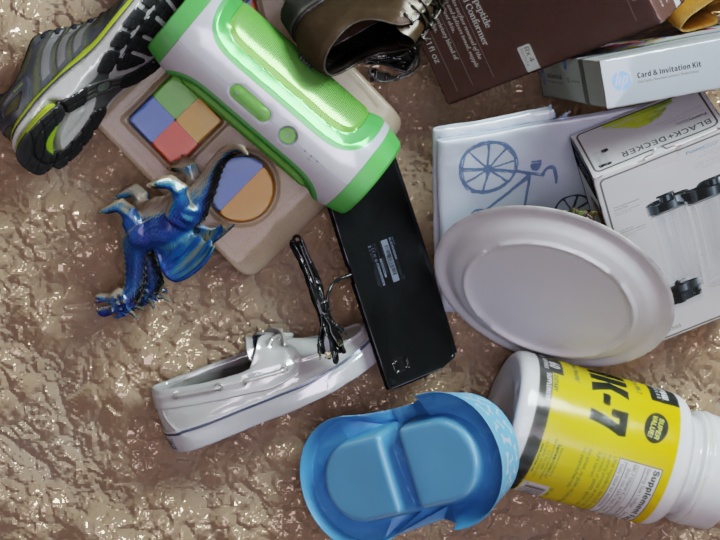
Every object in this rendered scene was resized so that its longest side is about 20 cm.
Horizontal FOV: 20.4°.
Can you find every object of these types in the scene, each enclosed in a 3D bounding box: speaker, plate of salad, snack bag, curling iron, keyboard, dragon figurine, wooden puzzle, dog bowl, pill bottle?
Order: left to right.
[{"bbox_3d":[-0.141,-0.032,1.586,0.199,0.059,0.100,-27,104,25],"label":"dragon figurine"},{"bbox_3d":[-0.092,-0.124,1.619,0.185,0.046,0.200,-45,101,-1],"label":"wooden puzzle"},{"bbox_3d":[-0.066,-0.135,1.546,0.200,0.088,0.089,40,91,-8],"label":"speaker"},{"bbox_3d":[-0.031,-0.222,1.624,0.200,0.026,0.050,40,88,-11],"label":"curling iron"},{"bbox_3d":[0.000,0.000,1.614,0.127,0.021,0.201,-20,93,-31],"label":"keyboard"},{"bbox_3d":[0.042,0.159,1.624,0.199,0.049,0.112,-18,88,34],"label":"dog bowl"},{"bbox_3d":[0.155,-0.056,1.634,0.199,0.021,0.189,-11,131,-7],"label":"snack bag"},{"bbox_3d":[0.158,0.008,1.615,0.199,0.200,0.048,30,53,-11],"label":"plate of salad"},{"bbox_3d":[0.208,0.146,1.665,0.199,0.114,0.115,16,95,-11],"label":"pill bottle"}]

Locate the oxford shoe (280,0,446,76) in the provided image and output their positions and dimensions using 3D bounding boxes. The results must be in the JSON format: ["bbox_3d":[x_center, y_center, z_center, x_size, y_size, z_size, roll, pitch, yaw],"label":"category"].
[{"bbox_3d":[0.043,-0.209,1.509,0.199,0.073,0.085,-33,57,7],"label":"oxford shoe"}]

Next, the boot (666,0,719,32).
[{"bbox_3d":[0.217,-0.244,1.602,0.200,0.071,0.144,-23,60,-10],"label":"boot"}]

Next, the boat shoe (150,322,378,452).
[{"bbox_3d":[-0.075,0.081,1.636,0.199,0.074,0.066,-25,105,-5],"label":"boat shoe"}]

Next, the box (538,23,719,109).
[{"bbox_3d":[0.239,-0.164,1.583,0.155,0.200,0.041,-11,98,-7],"label":"box"}]

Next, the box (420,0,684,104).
[{"bbox_3d":[0.141,-0.213,1.566,0.199,0.075,0.101,-20,103,30],"label":"box"}]

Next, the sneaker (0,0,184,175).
[{"bbox_3d":[-0.217,-0.173,1.575,0.200,0.074,0.081,-46,60,-6],"label":"sneaker"}]

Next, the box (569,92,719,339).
[{"bbox_3d":[0.251,-0.041,1.621,0.116,0.060,0.201,-22,132,1],"label":"box"}]
